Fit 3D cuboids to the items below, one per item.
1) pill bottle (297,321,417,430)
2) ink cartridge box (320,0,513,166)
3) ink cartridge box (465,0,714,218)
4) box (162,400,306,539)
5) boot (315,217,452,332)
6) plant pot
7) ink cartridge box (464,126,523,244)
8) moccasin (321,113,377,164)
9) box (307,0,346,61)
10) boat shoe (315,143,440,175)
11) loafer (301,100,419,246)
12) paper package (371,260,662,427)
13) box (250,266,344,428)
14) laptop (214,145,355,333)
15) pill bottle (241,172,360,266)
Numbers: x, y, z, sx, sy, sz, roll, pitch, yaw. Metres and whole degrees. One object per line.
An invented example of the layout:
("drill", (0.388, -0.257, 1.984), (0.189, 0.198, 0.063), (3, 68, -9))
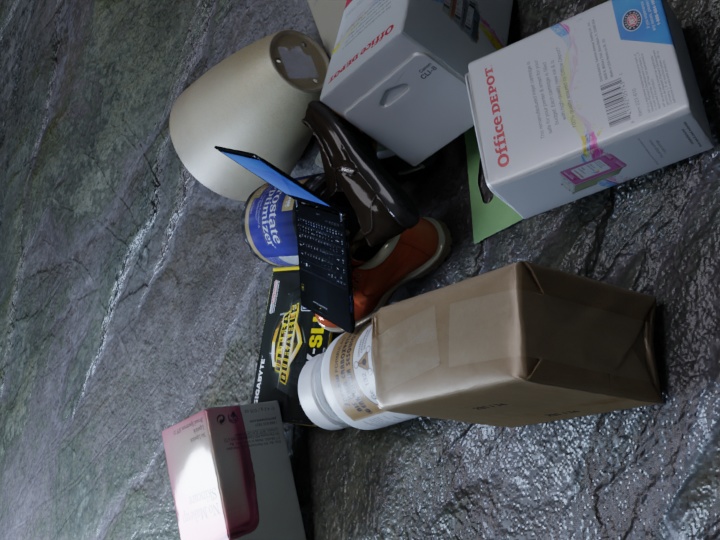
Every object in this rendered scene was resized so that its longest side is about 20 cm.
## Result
("pill bottle", (0.022, 0.114, 1.306), (0.199, 0.114, 0.115), (-25, 58, 48))
("ink cartridge box", (0.066, -0.251, 1.308), (0.145, 0.144, 0.201), (-32, 34, 43))
("ink cartridge box", (0.211, -0.156, 1.112), (0.199, 0.085, 0.146), (-20, 61, 25))
("box", (-0.157, 0.275, 1.459), (0.128, 0.108, 0.202), (-30, 68, 49))
("boot", (0.000, 0.000, 1.356), (0.200, 0.107, 0.075), (-41, 61, 28))
("plant pot", (-0.126, -0.220, 1.554), (0.200, 0.186, 0.189), (-38, 49, 48))
("ink cartridge box", (0.169, -0.131, 1.251), (0.199, 0.048, 0.147), (-26, 58, 44))
("moccasin", (0.001, -0.198, 1.399), (0.077, 0.074, 0.202), (-14, 45, 26))
("box", (-0.009, -0.332, 1.554), (0.082, 0.068, 0.201), (-48, 43, 33))
("boat shoe", (0.018, -0.142, 1.452), (0.199, 0.060, 0.076), (4, 61, 57))
("loafer", (-0.016, -0.106, 1.284), (0.071, 0.073, 0.201), (-43, 57, 13))
("paper package", (0.143, 0.076, 1.084), (0.199, 0.189, 0.104), (-21, 63, 50))
("box", (-0.068, 0.096, 1.496), (0.159, 0.049, 0.202), (-2, 76, 52))
("laptop", (-0.086, -0.038, 1.313), (0.177, 0.102, 0.202), (-156, 61, -68))
("pill bottle", (-0.056, -0.064, 1.480), (0.199, 0.111, 0.113), (-4, 74, 55))
